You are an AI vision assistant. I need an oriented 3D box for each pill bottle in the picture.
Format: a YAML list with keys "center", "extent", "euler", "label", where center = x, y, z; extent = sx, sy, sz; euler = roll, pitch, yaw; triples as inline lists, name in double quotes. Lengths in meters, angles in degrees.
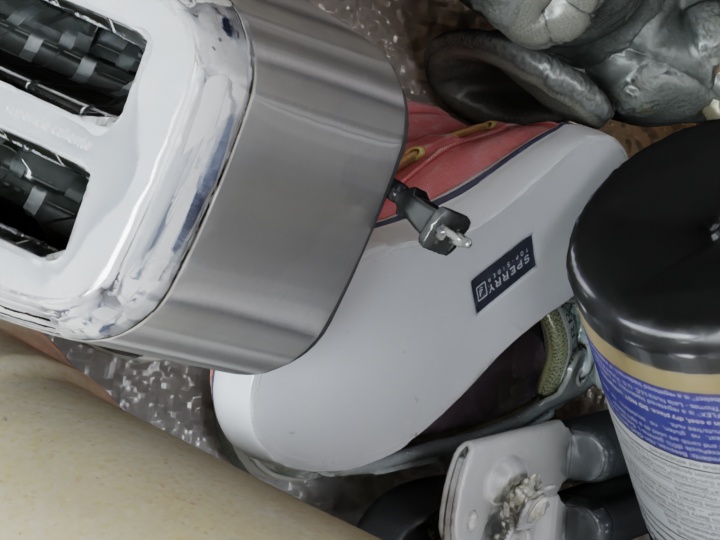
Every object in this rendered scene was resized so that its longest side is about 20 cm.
- center: [0.146, 0.053, 0.787]
  extent: [0.112, 0.112, 0.200]
  euler: [-44, 134, -24]
  label: "pill bottle"

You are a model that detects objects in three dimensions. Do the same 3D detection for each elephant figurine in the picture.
- center: [0.085, -0.098, 0.802]
  extent: [0.141, 0.156, 0.200]
  euler: [-27, 148, 4]
  label: "elephant figurine"

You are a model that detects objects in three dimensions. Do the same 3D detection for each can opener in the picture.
- center: [0.073, 0.077, 0.842]
  extent: [0.200, 0.066, 0.053]
  euler: [-6, 103, -54]
  label: "can opener"

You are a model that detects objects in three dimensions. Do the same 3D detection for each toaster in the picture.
- center: [-0.078, -0.041, 0.609]
  extent: [0.114, 0.199, 0.129]
  euler: [-66, 159, 5]
  label: "toaster"

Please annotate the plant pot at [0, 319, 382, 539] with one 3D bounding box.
- center: [-0.070, 0.125, 0.638]
  extent: [0.200, 0.183, 0.201]
  euler: [-28, 124, -50]
  label: "plant pot"

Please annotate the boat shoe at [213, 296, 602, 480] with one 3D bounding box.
- center: [0.044, 0.031, 0.820]
  extent: [0.201, 0.065, 0.075]
  euler: [-16, 106, -34]
  label: "boat shoe"

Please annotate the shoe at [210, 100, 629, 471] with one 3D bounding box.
- center: [0.000, 0.000, 0.748]
  extent: [0.200, 0.091, 0.072]
  euler: [-33, 125, -42]
  label: "shoe"

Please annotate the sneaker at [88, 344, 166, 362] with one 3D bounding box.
- center: [-0.062, -0.070, 0.713]
  extent: [0.077, 0.085, 0.201]
  euler: [-10, 103, -37]
  label: "sneaker"
